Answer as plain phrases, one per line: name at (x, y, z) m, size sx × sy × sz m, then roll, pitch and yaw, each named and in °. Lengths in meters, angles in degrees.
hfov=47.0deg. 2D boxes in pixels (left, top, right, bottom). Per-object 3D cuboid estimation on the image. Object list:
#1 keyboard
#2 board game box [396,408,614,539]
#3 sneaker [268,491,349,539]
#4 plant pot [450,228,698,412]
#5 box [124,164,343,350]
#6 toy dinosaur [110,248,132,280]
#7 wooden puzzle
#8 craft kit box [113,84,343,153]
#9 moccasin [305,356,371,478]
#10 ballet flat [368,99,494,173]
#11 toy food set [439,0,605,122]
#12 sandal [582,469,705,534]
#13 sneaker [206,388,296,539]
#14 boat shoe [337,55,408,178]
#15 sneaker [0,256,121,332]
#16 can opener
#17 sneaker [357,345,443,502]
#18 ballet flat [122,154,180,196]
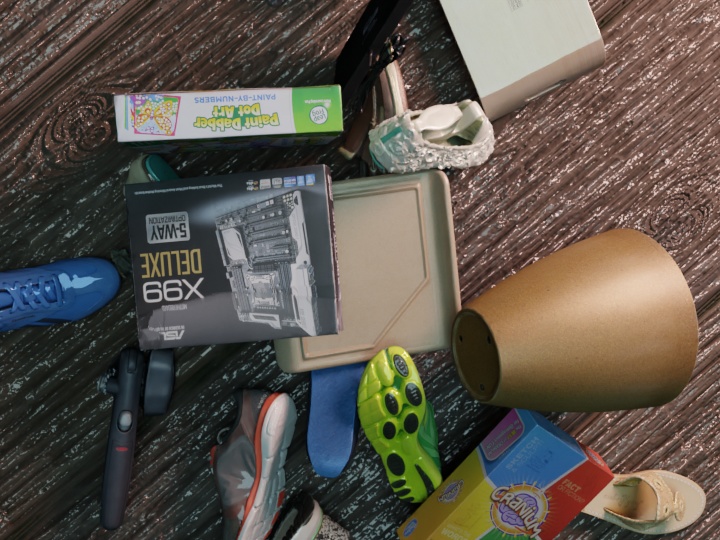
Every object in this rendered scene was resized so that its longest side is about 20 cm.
keyboard at (0.015, -0.217, 0.793) m, size 0.020 × 0.200 × 0.129 m, roll 15°, pitch 60°, yaw -17°
board game box at (0.158, 0.253, 0.896) m, size 0.152 × 0.040 × 0.201 m, roll 33°, pitch 104°, yaw -32°
sneaker at (-0.078, 0.351, 0.913) m, size 0.088 × 0.077 × 0.202 m, roll 32°, pitch 93°, yaw -17°
plant pot at (0.198, 0.066, 0.832) m, size 0.197 × 0.186 × 0.190 m, roll -10°, pitch 97°, yaw -24°
box at (-0.120, -0.012, 0.798) m, size 0.196 × 0.050 × 0.161 m, roll -4°, pitch 91°, yaw 5°
toy dinosaur at (-0.175, 0.035, 0.862) m, size 0.196 × 0.089 × 0.048 m, roll 15°, pitch 49°, yaw 9°
wooden puzzle at (0.000, 0.000, 0.851) m, size 0.196 × 0.037 × 0.189 m, roll -7°, pitch 98°, yaw -2°
craft kit box at (-0.120, -0.142, 0.796) m, size 0.194 × 0.200 × 0.050 m, roll -7°, pitch 96°, yaw -5°
moccasin at (-0.027, 0.119, 0.892) m, size 0.079 × 0.068 × 0.203 m, roll 14°, pitch 70°, yaw 5°
ballet flat at (0.090, -0.139, 0.831) m, size 0.199 × 0.071 × 0.073 m, roll -21°, pitch 100°, yaw -47°
toy food set at (0.163, -0.284, 0.895) m, size 0.142 × 0.060 × 0.203 m, roll -24°, pitch 96°, yaw 8°
sandal at (0.315, 0.268, 0.950) m, size 0.208 × 0.070 × 0.079 m, roll 14°, pitch 93°, yaw -8°
sneaker at (-0.129, 0.222, 0.904) m, size 0.081 × 0.077 × 0.204 m, roll 15°, pitch 91°, yaw 20°
boat shoe at (0.013, -0.134, 0.873) m, size 0.073 × 0.075 × 0.206 m, roll -10°, pitch 97°, yaw -9°
sneaker at (-0.346, 0.030, 0.846) m, size 0.196 × 0.078 × 0.067 m, roll -10°, pitch 94°, yaw -7°
can opener at (-0.249, 0.177, 0.877) m, size 0.077 × 0.063 × 0.204 m, roll 12°, pitch 93°, yaw -8°
sneaker at (0.041, 0.158, 0.881) m, size 0.073 × 0.084 × 0.203 m, roll -10°, pitch 122°, yaw 6°
ballet flat at (-0.174, -0.033, 0.873) m, size 0.069 × 0.069 × 0.200 m, roll -42°, pitch 96°, yaw -2°
